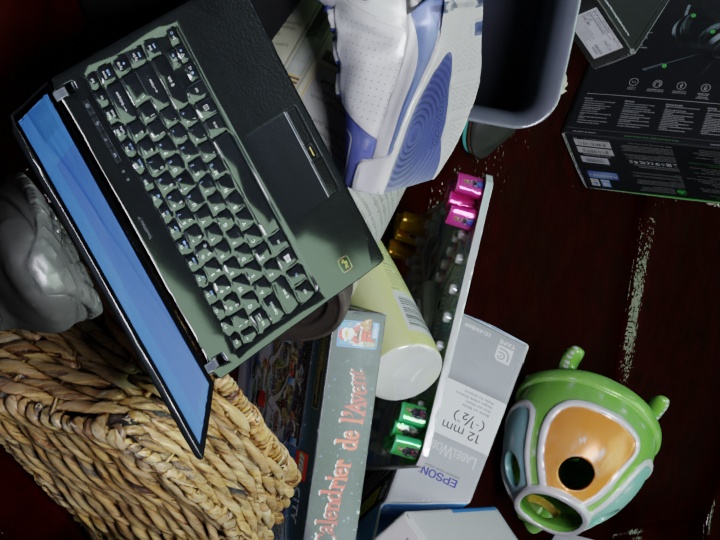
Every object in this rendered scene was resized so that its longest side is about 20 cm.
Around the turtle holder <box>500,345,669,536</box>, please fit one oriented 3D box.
[{"bbox_3d":[0.180,0.166,1.585,0.141,0.185,0.132,39,58,-22],"label":"turtle holder"}]

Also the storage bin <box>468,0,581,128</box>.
[{"bbox_3d":[0.084,-0.203,1.291,0.134,0.145,0.200,40,61,-88],"label":"storage bin"}]

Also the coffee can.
[{"bbox_3d":[-0.037,-0.079,1.071,0.200,0.146,0.146,-63,147,-29],"label":"coffee can"}]

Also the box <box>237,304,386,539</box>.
[{"bbox_3d":[-0.042,0.116,1.137,0.038,0.137,0.200,6,93,-27],"label":"box"}]

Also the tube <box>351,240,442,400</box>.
[{"bbox_3d":[0.000,0.000,1.178,0.052,0.200,0.058,8,130,-28],"label":"tube"}]

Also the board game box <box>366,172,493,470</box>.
[{"bbox_3d":[0.034,0.040,1.250,0.200,0.026,0.200,149,-44,-76],"label":"board game box"}]

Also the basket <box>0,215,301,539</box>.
[{"bbox_3d":[-0.103,0.068,0.997,0.149,0.143,0.200,-65,148,-26],"label":"basket"}]

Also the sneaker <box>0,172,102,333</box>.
[{"bbox_3d":[-0.182,0.008,0.793,0.091,0.200,0.076,-35,105,-25],"label":"sneaker"}]

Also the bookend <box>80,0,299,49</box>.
[{"bbox_3d":[-0.084,-0.234,0.996,0.200,0.092,0.199,-61,148,-35],"label":"bookend"}]

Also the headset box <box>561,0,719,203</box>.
[{"bbox_3d":[0.308,-0.174,1.653,0.200,0.174,0.093,-68,149,-25],"label":"headset box"}]

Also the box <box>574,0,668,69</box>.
[{"bbox_3d":[0.181,-0.289,1.432,0.200,0.044,0.160,53,47,-19],"label":"box"}]

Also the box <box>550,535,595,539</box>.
[{"bbox_3d":[0.215,0.385,1.722,0.152,0.106,0.200,-44,135,-48],"label":"box"}]

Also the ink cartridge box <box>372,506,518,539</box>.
[{"bbox_3d":[0.015,0.255,1.220,0.200,0.084,0.146,-44,157,19],"label":"ink cartridge box"}]

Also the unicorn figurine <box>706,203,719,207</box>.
[{"bbox_3d":[0.377,-0.156,1.909,0.200,0.074,0.138,33,78,-45],"label":"unicorn figurine"}]

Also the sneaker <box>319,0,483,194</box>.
[{"bbox_3d":[0.007,-0.150,0.981,0.081,0.115,0.200,-13,118,-58],"label":"sneaker"}]

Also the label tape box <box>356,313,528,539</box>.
[{"bbox_3d":[0.046,0.149,1.311,0.143,0.066,0.200,123,-11,-64],"label":"label tape box"}]

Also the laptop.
[{"bbox_3d":[-0.070,-0.035,0.863,0.200,0.103,0.177,-35,105,-31],"label":"laptop"}]

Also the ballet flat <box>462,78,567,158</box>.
[{"bbox_3d":[0.140,-0.184,1.449,0.068,0.068,0.200,38,65,-61],"label":"ballet flat"}]
